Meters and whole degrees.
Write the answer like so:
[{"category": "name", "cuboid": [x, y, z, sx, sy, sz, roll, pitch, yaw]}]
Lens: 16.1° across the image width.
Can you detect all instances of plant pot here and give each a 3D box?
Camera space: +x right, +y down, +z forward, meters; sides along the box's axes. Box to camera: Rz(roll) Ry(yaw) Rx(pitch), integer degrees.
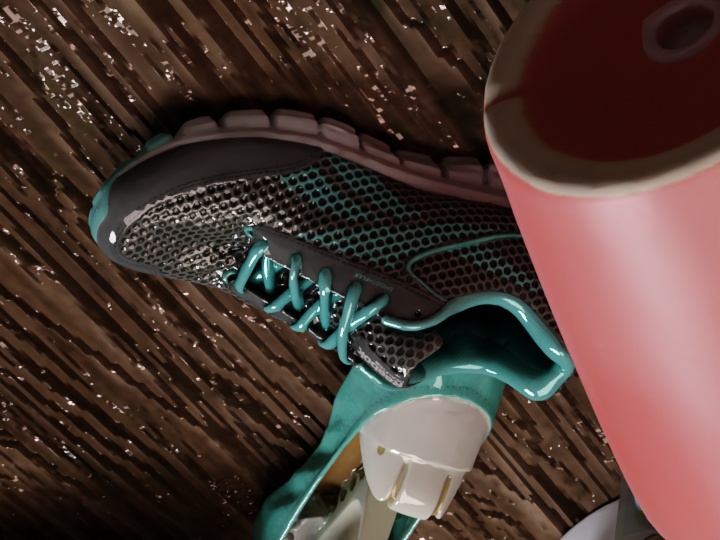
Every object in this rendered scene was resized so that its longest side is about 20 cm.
[{"category": "plant pot", "cuboid": [0.143, -0.022, 0.871, 0.199, 0.201, 0.178, -23, 128, 19]}]

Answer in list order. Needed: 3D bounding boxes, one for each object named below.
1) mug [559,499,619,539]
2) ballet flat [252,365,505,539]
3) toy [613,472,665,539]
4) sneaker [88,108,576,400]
[{"category": "mug", "cuboid": [0.145, 0.196, 1.130, 0.199, 0.176, 0.147, 26, 130, -34]}, {"category": "ballet flat", "cuboid": [0.013, 0.086, 1.059, 0.067, 0.071, 0.200, 12, 137, -22]}, {"category": "toy", "cuboid": [0.149, 0.071, 1.007, 0.114, 0.200, 0.047, -18, 104, 12]}, {"category": "sneaker", "cuboid": [0.000, 0.000, 0.937, 0.199, 0.092, 0.078, 6, 138, -15]}]
